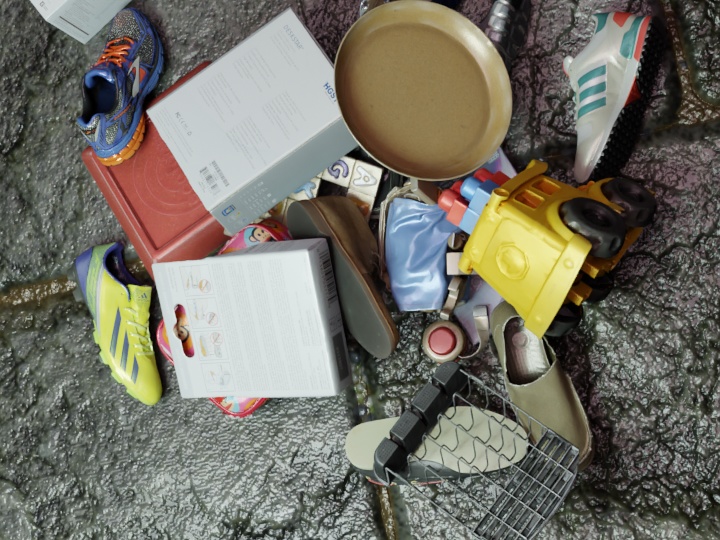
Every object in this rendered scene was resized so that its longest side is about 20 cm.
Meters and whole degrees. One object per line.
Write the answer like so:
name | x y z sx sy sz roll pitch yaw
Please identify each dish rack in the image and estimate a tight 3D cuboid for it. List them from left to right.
dish rack | 0.123 0.197 1.466 0.199 0.055 0.154 33 77 25

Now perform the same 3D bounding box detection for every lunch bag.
lunch bag | -0.112 0.062 1.585 0.176 0.082 0.200 43 104 5

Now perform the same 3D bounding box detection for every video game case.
video game case | 0.135 -0.038 1.573 0.142 0.019 0.201 -33 76 9

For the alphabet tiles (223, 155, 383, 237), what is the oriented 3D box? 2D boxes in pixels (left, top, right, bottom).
alphabet tiles | -0.075 -0.047 1.599 0.166 0.008 0.201 19 107 14

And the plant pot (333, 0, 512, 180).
plant pot | 0.063 -0.186 1.482 0.199 0.027 0.201 5 73 -16

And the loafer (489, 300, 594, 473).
loafer | 0.189 0.127 1.510 0.076 0.067 0.201 -27 85 10

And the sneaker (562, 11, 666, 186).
sneaker | 0.260 -0.189 1.540 0.093 0.070 0.201 20 91 33

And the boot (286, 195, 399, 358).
boot | 0.000 0.000 1.512 0.075 0.074 0.201 -16 66 -33

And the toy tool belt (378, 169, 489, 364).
toy tool belt | 0.075 -0.001 1.511 0.124 0.123 0.202 -5 83 14

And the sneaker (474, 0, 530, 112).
sneaker | 0.112 -0.244 1.574 0.115 0.075 0.201 13 80 27

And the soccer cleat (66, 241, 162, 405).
soccer cleat | -0.272 0.059 1.643 0.083 0.065 0.201 -28 78 7

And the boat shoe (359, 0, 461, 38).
boat shoe | 0.039 -0.279 1.575 0.072 0.072 0.200 26 57 28

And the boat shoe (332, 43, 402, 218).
boat shoe | 0.002 -0.158 1.589 0.071 0.068 0.201 -9 80 17

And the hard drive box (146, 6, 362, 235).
hard drive box | -0.108 -0.163 1.539 0.199 0.077 0.156 -35 64 3

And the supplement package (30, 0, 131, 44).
supplement package | -0.308 -0.387 1.674 0.200 0.114 0.110 -41 77 6

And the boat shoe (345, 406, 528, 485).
boat shoe | 0.086 0.195 1.540 0.200 0.063 0.074 -5 62 14

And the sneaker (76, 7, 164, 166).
sneaker | -0.283 -0.226 1.648 0.075 0.078 0.201 -8 62 24

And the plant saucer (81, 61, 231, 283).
plant saucer | -0.214 -0.117 1.661 0.199 0.037 0.200 -35 77 9

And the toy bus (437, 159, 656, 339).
toy bus | 0.185 -0.049 1.461 0.192 0.200 0.136 35 126 18

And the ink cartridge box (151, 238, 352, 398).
ink cartridge box | -0.116 0.054 1.523 0.199 0.057 0.164 -3 105 31
